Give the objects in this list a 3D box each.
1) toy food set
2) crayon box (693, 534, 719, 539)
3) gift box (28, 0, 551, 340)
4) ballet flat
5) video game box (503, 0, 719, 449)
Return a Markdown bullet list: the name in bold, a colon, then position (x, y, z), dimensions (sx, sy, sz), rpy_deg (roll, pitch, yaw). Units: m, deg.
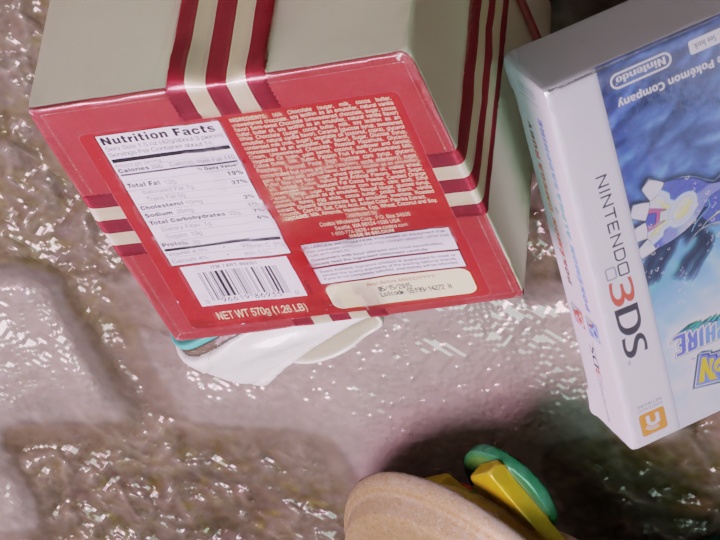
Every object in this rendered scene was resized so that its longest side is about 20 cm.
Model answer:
- **toy food set**: position (0.073, 0.170, 1.427), dimensions (0.200, 0.049, 0.198), rpy_deg (52, 154, -9)
- **crayon box**: position (0.236, 0.212, 1.453), dimensions (0.172, 0.058, 0.200), rpy_deg (-16, 119, 22)
- **gift box**: position (-0.025, -0.089, 1.227), dimensions (0.184, 0.187, 0.200), rpy_deg (-4, 144, 14)
- **ballet flat**: position (0.000, 0.000, 1.363), dimensions (0.200, 0.070, 0.069), rpy_deg (-29, 114, 34)
- **video game box**: position (0.172, -0.043, 1.233), dimensions (0.200, 0.047, 0.183), rpy_deg (-24, 125, -11)
